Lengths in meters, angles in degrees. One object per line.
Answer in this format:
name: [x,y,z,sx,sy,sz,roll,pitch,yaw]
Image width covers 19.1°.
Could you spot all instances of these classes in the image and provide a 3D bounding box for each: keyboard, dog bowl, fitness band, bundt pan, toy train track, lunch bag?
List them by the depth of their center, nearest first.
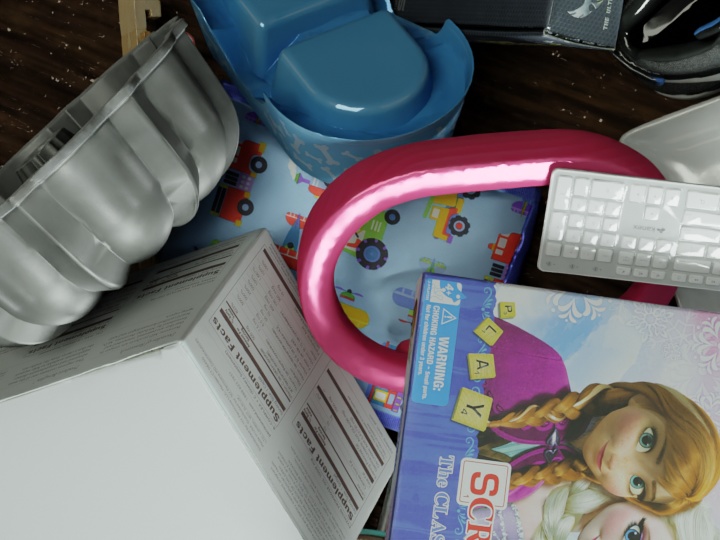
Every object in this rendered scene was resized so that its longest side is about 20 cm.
keyboard: [0.190,-0.014,1.055,0.199,0.011,0.056,6,123,0]
fitness band: [0.067,-0.002,1.092,0.199,0.037,0.144,-6,126,-1]
bundt pan: [-0.140,-0.036,1.102,0.202,0.202,0.076,-40,102,17]
dog bowl: [-0.019,-0.119,1.142,0.111,0.050,0.200,-23,51,-18]
lunch bag: [0.000,0.000,1.180,0.200,0.094,0.151,21,95,17]
toy train track: [-0.116,-0.068,1.248,0.115,0.032,0.201,-9,84,61]

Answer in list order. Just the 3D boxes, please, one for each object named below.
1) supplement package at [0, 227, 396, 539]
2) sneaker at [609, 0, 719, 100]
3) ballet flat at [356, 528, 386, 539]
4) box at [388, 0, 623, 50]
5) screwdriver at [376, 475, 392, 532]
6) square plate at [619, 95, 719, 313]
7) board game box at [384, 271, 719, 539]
supplement package: [-0.111,0.093,1.133,0.200,0.111,0.156,-18,113,32]
sneaker: [0.220,-0.143,1.076,0.200,0.112,0.073,-27,80,20]
ballet flat: [-0.058,0.183,1.188,0.200,0.069,0.070,-10,84,38]
box: [0.088,-0.218,1.125,0.158,0.051,0.201,15,96,58]
screwdriver: [0.014,0.144,1.208,0.028,0.029,0.201,14,85,23]
square plate: [0.256,-0.013,1.098,0.200,0.028,0.199,-21,83,22]
board game box: [0.114,0.113,1.043,0.199,0.041,0.201,7,80,-1]
